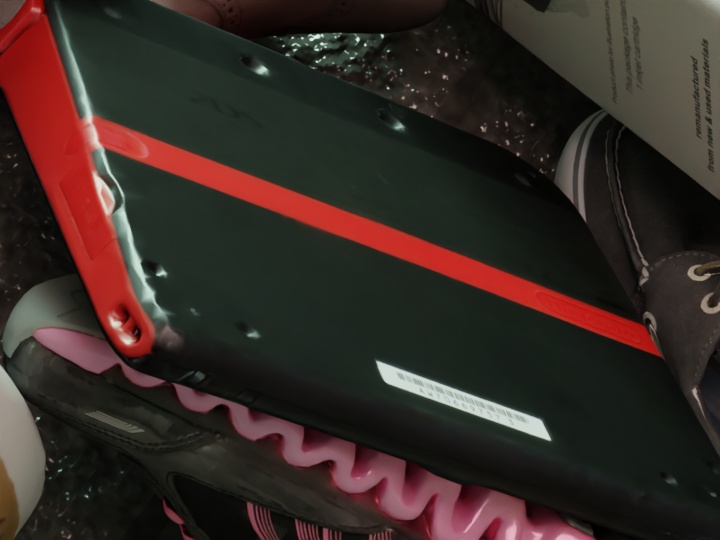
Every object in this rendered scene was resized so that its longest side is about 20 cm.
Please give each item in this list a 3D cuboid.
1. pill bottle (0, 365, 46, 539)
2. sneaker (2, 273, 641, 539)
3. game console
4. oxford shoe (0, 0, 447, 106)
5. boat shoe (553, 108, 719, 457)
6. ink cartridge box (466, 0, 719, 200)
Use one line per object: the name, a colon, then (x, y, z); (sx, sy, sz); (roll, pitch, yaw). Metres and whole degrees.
pill bottle: (-0.172, 0.094, 0.713); (0.114, 0.114, 0.200); (31, 57, 3)
sneaker: (-0.013, 0.073, 0.780); (0.200, 0.095, 0.079); (28, 17, -16)
game console: (0.000, 0.000, 0.798); (0.200, 0.031, 0.177); (20, 29, -31)
oxford shoe: (-0.067, -0.075, 0.879); (0.200, 0.071, 0.073); (0, 69, -7)
boat shoe: (0.114, 0.028, 0.867); (0.070, 0.066, 0.200); (-5, 63, -20)
ink cartridge box: (0.099, -0.130, 0.896); (0.144, 0.084, 0.200); (-32, 52, -20)
